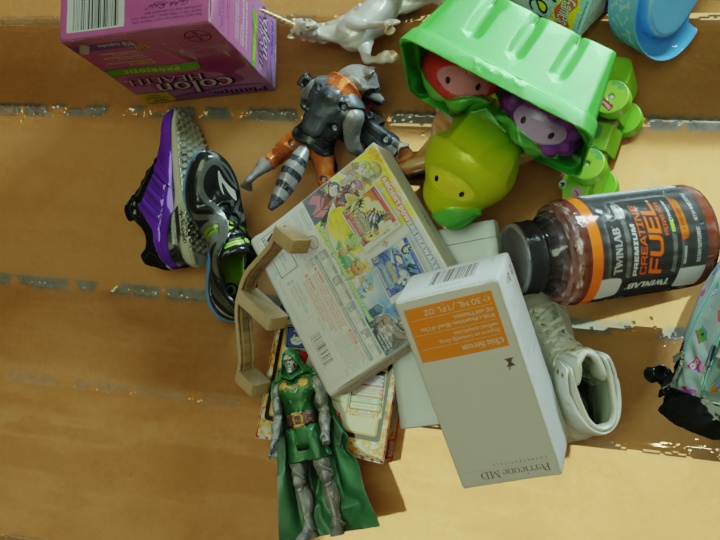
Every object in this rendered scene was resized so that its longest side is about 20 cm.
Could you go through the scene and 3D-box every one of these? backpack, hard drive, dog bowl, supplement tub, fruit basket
[{"bbox_3d":[0.381,0.065,0.821,0.167,0.127,0.200,16,97,-13],"label":"backpack"},{"bbox_3d":[0.093,0.057,0.925,0.132,0.027,0.200,-11,81,20],"label":"hard drive"},{"bbox_3d":[0.332,-0.319,0.933,0.050,0.111,0.200,32,91,49],"label":"dog bowl"},{"bbox_3d":[0.240,-0.023,0.873,0.200,0.107,0.107,-8,78,-15],"label":"supplement tub"},{"bbox_3d":[0.122,-0.141,0.860,0.215,0.156,0.216,-2,78,7],"label":"fruit basket"}]

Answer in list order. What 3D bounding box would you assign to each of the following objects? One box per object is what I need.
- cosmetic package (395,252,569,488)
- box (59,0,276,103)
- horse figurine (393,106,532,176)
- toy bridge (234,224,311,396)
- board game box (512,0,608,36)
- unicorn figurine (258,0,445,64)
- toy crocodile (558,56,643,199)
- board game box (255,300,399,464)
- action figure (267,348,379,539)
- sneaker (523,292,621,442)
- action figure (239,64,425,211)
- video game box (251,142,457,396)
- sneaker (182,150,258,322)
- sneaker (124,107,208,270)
[{"bbox_3d":[0.116,0.095,0.831,0.101,0.071,0.200,-15,106,22],"label":"cosmetic package"},{"bbox_3d":[-0.212,-0.277,1.019,0.176,0.200,0.097,-3,81,14],"label":"box"},{"bbox_3d":[0.139,-0.153,0.962,0.200,0.050,0.133,8,58,9],"label":"horse figurine"},{"bbox_3d":[-0.107,0.040,0.954,0.067,0.027,0.200,37,121,37],"label":"toy bridge"},{"bbox_3d":[0.188,-0.359,0.958,0.200,0.103,0.105,33,56,17],"label":"board game box"},{"bbox_3d":[0.010,-0.289,1.016,0.200,0.074,0.137,-31,37,-24],"label":"unicorn figurine"},{"bbox_3d":[0.251,-0.135,0.946,0.062,0.067,0.200,17,84,35],"label":"toy crocodile"},{"bbox_3d":[-0.024,0.101,0.992,0.151,0.046,0.200,9,84,16],"label":"board game box"},{"bbox_3d":[-0.057,0.181,0.941,0.118,0.055,0.200,-16,78,16],"label":"action figure"},{"bbox_3d":[0.205,0.072,0.893,0.074,0.116,0.200,-16,81,-15],"label":"sneaker"},{"bbox_3d":[-0.024,-0.141,1.003,0.200,0.105,0.194,31,99,18],"label":"action figure"},{"bbox_3d":[0.000,0.000,0.933,0.182,0.047,0.200,-36,70,22],"label":"video game box"},{"bbox_3d":[-0.148,-0.040,1.010,0.083,0.071,0.200,-5,96,55],"label":"sneaker"},{"bbox_3d":[-0.240,-0.096,1.068,0.099,0.070,0.200,-8,78,18],"label":"sneaker"}]
